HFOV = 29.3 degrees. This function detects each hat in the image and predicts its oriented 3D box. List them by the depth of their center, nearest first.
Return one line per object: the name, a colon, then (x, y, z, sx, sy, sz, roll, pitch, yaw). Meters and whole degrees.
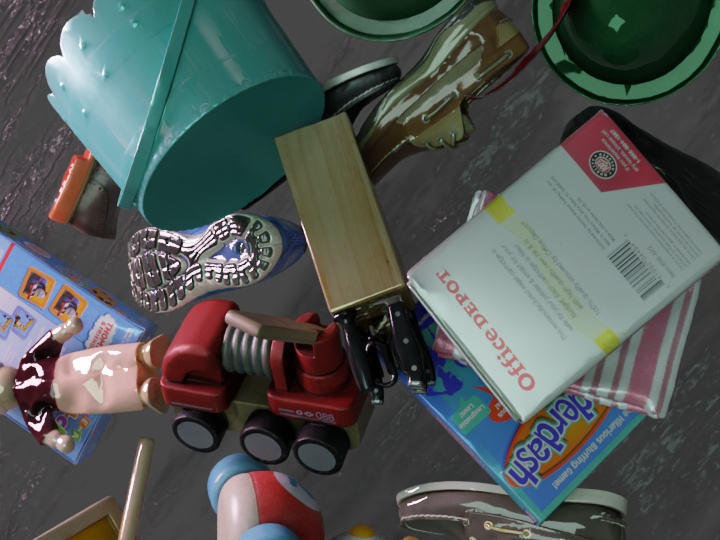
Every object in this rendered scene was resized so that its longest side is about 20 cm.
hat: (0.198, -0.207, 1.059, 0.164, 0.176, 0.202, 16, 98, 14)
hat: (-0.008, -0.274, 1.110, 0.198, 0.176, 0.167, -17, 90, 17)

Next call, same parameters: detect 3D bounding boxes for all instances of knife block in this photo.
knife block: (0.000, 0.000, 1.070, 0.063, 0.176, 0.201, -20, 117, 2)

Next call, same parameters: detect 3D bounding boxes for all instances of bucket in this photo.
bucket: (-0.136, -0.139, 1.101, 0.207, 0.207, 0.135, -44, 70, 15)

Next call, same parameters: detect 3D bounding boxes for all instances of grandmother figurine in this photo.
grandmother figurine: (-0.271, 0.106, 1.256, 0.198, 0.061, 0.122, -4, 66, 19)

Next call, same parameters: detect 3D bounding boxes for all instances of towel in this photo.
towel: (0.170, 0.025, 1.115, 0.198, 0.030, 0.148, 15, 77, 7)

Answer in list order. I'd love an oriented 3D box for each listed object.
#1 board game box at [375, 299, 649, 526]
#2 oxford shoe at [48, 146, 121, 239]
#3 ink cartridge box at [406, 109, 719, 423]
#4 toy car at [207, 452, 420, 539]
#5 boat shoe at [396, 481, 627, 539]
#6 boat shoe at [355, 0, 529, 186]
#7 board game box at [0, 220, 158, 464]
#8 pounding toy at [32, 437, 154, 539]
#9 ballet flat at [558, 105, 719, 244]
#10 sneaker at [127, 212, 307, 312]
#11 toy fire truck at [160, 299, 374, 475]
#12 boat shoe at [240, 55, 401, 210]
board game box: (0.131, 0.085, 1.140, 0.152, 0.045, 0.200, -44, 78, -8)
oxford shoe: (-0.212, -0.124, 1.261, 0.072, 0.071, 0.201, 26, 99, -16)
ink cartridge box: (0.153, 0.001, 1.059, 0.200, 0.083, 0.146, -39, 81, 0)
toy car: (-0.024, 0.256, 1.190, 0.198, 0.184, 0.179, -2, 105, -14)
boat shoe: (0.125, 0.218, 1.165, 0.198, 0.072, 0.060, 1, 66, 13)
boat shoe: (0.064, -0.137, 1.162, 0.074, 0.076, 0.200, 41, 104, 5)
board game box: (-0.310, 0.066, 1.309, 0.199, 0.037, 0.152, 32, 102, 13)
pounding toy: (-0.246, 0.290, 1.240, 0.142, 0.199, 0.185, -38, 83, 44)
ballet flat: (0.252, -0.064, 1.129, 0.199, 0.066, 0.057, 38, 143, 12)
sneaker: (-0.129, -0.008, 1.229, 0.199, 0.089, 0.079, -7, 89, 37)
toy fire truck: (-0.088, 0.072, 1.146, 0.174, 0.129, 0.201, 8, 133, 17)
boat shoe: (-0.042, -0.119, 1.195, 0.199, 0.074, 0.061, -28, 86, 20)
